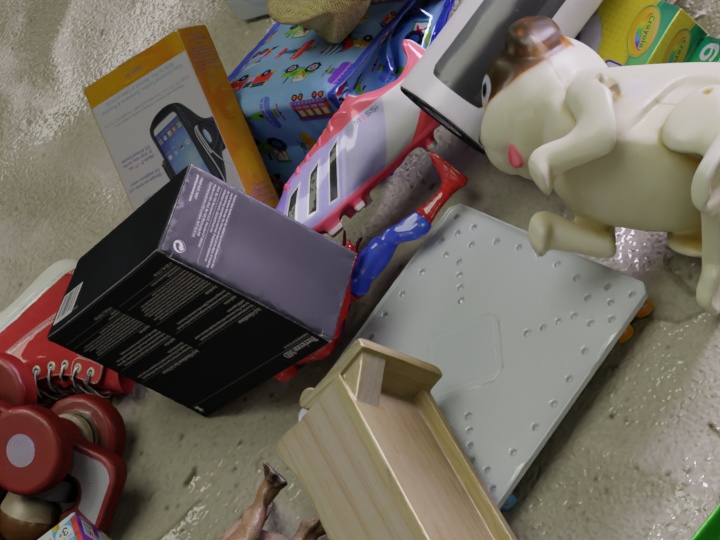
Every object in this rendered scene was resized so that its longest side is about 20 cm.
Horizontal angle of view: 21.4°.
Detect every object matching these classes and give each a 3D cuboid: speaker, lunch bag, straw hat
[{"bbox_3d":[0.118,-0.185,1.345,0.200,0.081,0.081,-52,42,1],"label":"speaker"},{"bbox_3d":[-0.019,-0.171,1.538,0.150,0.094,0.201,-5,46,39],"label":"lunch bag"},{"bbox_3d":[-0.029,-0.221,1.462,0.200,0.201,0.086,13,84,43],"label":"straw hat"}]

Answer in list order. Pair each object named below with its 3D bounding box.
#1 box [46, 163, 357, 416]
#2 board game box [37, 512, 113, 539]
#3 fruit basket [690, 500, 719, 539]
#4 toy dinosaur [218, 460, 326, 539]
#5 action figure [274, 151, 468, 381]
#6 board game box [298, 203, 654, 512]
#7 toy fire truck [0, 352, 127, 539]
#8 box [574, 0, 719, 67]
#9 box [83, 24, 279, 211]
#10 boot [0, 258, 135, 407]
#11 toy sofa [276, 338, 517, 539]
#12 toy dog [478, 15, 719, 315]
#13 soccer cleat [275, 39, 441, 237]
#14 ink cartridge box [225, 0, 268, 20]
[{"bbox_3d":[-0.116,0.020,1.360,0.200,0.141,0.079,-32,33,53],"label":"box"},{"bbox_3d":[-0.177,0.282,1.280,0.103,0.105,0.200,-37,43,7],"label":"board game box"},{"bbox_3d":[0.218,0.172,0.986,0.216,0.216,0.155,-50,42,-6],"label":"fruit basket"},{"bbox_3d":[-0.066,0.218,1.265,0.136,0.086,0.200,-49,36,6],"label":"toy dinosaur"},{"bbox_3d":[0.000,0.000,1.388,0.200,0.052,0.065,-53,4,1],"label":"action figure"},{"bbox_3d":[0.077,0.065,1.311,0.200,0.026,0.200,26,76,47],"label":"board game box"},{"bbox_3d":[-0.278,0.163,1.444,0.199,0.112,0.169,23,100,17],"label":"toy fire truck"},{"bbox_3d":[0.162,-0.152,1.381,0.200,0.048,0.118,31,90,42],"label":"box"},{"bbox_3d":[-0.132,-0.077,1.494,0.119,0.201,0.041,-24,-1,39],"label":"box"},{"bbox_3d":[-0.256,0.093,1.521,0.200,0.072,0.144,-48,43,-8],"label":"boot"},{"bbox_3d":[0.033,0.148,1.201,0.098,0.083,0.200,-50,45,21],"label":"toy sofa"},{"bbox_3d":[0.169,-0.095,1.244,0.199,0.140,0.195,20,66,26],"label":"toy dog"},{"bbox_3d":[-0.010,-0.084,1.409,0.200,0.077,0.067,-41,0,-1],"label":"soccer cleat"},{"bbox_3d":[-0.086,-0.303,1.599,0.159,0.200,0.048,-8,53,34],"label":"ink cartridge box"}]
